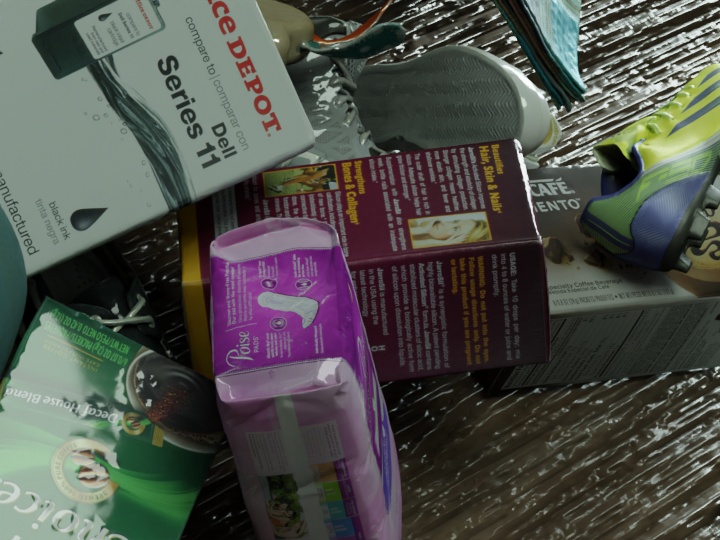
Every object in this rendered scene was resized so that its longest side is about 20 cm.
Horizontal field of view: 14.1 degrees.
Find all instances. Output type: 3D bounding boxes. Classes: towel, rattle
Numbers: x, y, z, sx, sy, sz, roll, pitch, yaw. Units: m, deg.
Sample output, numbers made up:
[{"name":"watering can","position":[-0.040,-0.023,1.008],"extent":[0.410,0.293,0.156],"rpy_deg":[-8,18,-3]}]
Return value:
[{"name":"towel","position":[0.106,-0.217,1.815],"extent":[0.147,0.022,0.201],"rpy_deg":[54,30,-42]},{"name":"rattle","position":[-0.078,-0.098,1.690],"extent":[0.199,0.144,0.130],"rpy_deg":[3,6,-35]}]

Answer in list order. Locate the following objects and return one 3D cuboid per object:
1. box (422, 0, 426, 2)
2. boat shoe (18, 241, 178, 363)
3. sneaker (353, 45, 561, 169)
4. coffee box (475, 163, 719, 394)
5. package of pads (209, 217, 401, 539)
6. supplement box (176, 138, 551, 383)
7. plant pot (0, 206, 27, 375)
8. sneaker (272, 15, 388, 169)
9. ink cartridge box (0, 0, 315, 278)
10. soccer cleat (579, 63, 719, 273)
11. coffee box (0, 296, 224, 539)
[{"name":"box","position":[0.015,-0.319,1.911],"extent":[0.197,0.117,0.201],"rpy_deg":[41,22,-54]},{"name":"boat shoe","position":[-0.151,0.023,1.608],"extent":[0.075,0.060,0.200],"rpy_deg":[-25,65,-42]},{"name":"sneaker","position":[0.085,-0.096,1.777],"extent":[0.115,0.074,0.200],"rpy_deg":[4,4,-30]},{"name":"coffee box","position":[0.149,0.001,1.779],"extent":[0.199,0.080,0.113],"rpy_deg":[-5,52,-32]},{"name":"package of pads","position":[-0.027,0.081,1.527],"extent":[0.075,0.200,0.121],"rpy_deg":[-9,47,4]},{"name":"supplement box","position":[0.000,0.000,1.625],"extent":[0.199,0.086,0.111],"rpy_deg":[-7,34,-2]},{"name":"plant pot","position":[-0.246,0.012,1.454],"extent":[0.134,0.200,0.200],"rpy_deg":[-28,67,-37]},{"name":"sneaker","position":[-0.004,-0.090,1.739],"extent":[0.200,0.075,0.116],"rpy_deg":[32,79,11]},{"name":"ink cartridge box","position":[-0.141,-0.091,1.554],"extent":[0.199,0.083,0.147],"rpy_deg":[-25,95,-8]},{"name":"soccer cleat","position":[0.187,-0.075,1.767],"extent":[0.083,0.065,0.200],"rpy_deg":[23,40,5]},{"name":"coffee box","position":[-0.150,0.123,1.500],"extent":[0.123,0.044,0.201],"rpy_deg":[27,55,-5]}]
